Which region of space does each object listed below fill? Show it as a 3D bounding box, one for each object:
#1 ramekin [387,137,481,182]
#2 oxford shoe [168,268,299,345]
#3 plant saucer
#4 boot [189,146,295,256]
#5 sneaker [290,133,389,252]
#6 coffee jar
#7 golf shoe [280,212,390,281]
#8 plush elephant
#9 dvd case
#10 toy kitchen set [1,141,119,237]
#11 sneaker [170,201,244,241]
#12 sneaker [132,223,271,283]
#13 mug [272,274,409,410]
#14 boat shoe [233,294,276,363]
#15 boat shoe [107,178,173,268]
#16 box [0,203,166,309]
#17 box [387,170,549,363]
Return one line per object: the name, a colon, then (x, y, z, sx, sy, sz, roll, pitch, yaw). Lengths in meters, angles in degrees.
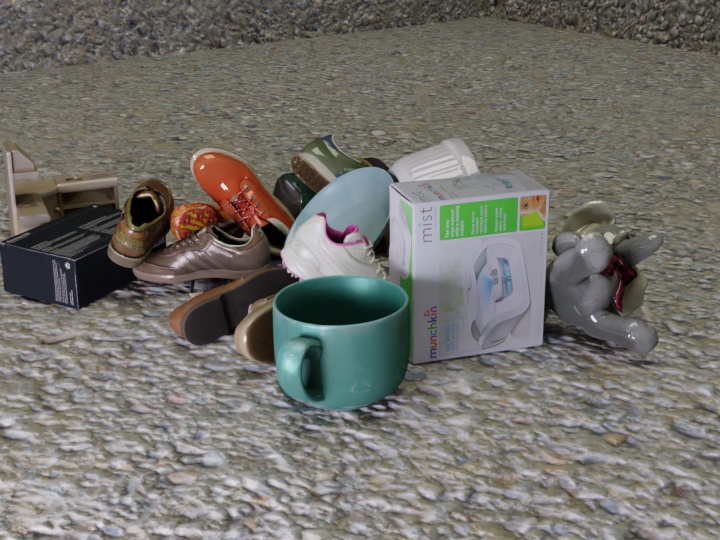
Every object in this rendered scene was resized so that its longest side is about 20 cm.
ramekin: (0.107, -0.076, 1.578, 0.104, 0.203, 0.200, -13, 22, -8)
oxford shoe: (-0.157, 0.036, 1.463, 0.198, 0.072, 0.071, -17, 20, -34)
plant saucer: (-0.022, -0.054, 1.580, 0.200, 0.039, 0.202, -29, 37, 24)
boot: (-0.168, -0.100, 1.658, 0.200, 0.075, 0.107, 41, 13, -19)
sneaker: (-0.007, -0.127, 1.723, 0.090, 0.200, 0.067, -47, 1, -32)
coffee jar: (-0.041, -0.116, 1.809, 0.198, 0.105, 0.085, -17, 48, -35)
golf shoe: (0.000, 0.000, 1.435, 0.198, 0.092, 0.075, 27, 13, -17)
plush elephant: (0.305, -0.002, 1.406, 0.155, 0.165, 0.199, -41, 12, -24)
dvd case: (-0.141, 0.007, 1.613, 0.197, 0.016, 0.149, -4, 19, -5)
toy kitchen set: (-0.457, -0.123, 1.764, 0.178, 0.165, 0.200, -9, 22, -20)
sneaker: (-0.240, -0.067, 1.680, 0.077, 0.074, 0.200, 28, 3, 15)
sneaker: (-0.222, -0.030, 1.583, 0.197, 0.077, 0.071, -2, 20, 5)
mug: (-0.034, 0.088, 1.249, 0.183, 0.116, 0.152, -13, 24, -28)
boat shoe: (-0.106, 0.067, 1.385, 0.064, 0.072, 0.200, 3, 10, 24)
boat shoe: (-0.295, -0.082, 1.588, 0.071, 0.068, 0.201, 21, 32, -11)
box: (-0.391, -0.024, 1.618, 0.140, 0.080, 0.200, 14, 25, 25)
box: (0.127, -0.007, 1.374, 0.174, 0.203, 0.097, -6, 21, -17)
